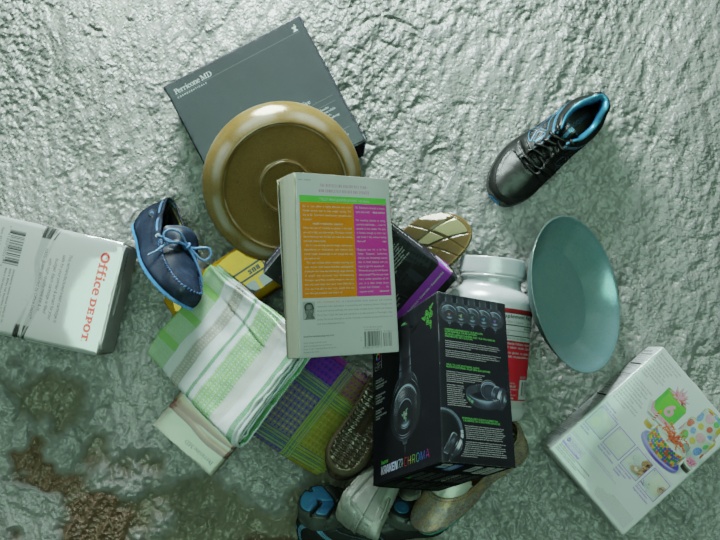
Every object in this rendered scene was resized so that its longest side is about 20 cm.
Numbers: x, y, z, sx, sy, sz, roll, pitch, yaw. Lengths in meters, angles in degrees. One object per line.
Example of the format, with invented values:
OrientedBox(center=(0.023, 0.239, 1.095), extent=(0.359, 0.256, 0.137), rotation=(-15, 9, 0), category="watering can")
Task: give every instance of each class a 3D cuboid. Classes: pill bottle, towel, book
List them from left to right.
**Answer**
OrientedBox(center=(-0.161, 0.095, 1.056), extent=(0.200, 0.031, 0.150), rotation=(36, 87, 35), category="towel")
OrientedBox(center=(-0.067, 0.165, 1.112), extent=(0.144, 0.023, 0.200), rotation=(-52, 129, -3), category="towel")
OrientedBox(center=(-0.021, -0.005, 1.005), extent=(0.133, 0.048, 0.202), rotation=(0, 85, -31), category="book")
OrientedBox(center=(0.160, 0.085, 1.134), extent=(0.111, 0.112, 0.202), rotation=(6, 85, 0), category="pill bottle")

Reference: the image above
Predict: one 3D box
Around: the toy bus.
OrientedBox(center=(-0.154, 0.008, 1.160), extent=(0.199, 0.065, 0.079), rotation=(-35, 88, -4), category="toy bus")

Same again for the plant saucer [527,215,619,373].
OrientedBox(center=(0.264, 0.033, 1.137), extent=(0.200, 0.039, 0.203), rotation=(15, 69, -42), category="plant saucer")

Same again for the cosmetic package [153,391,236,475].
OrientedBox(center=(-0.158, 0.148, 1.137), extent=(0.103, 0.087, 0.200), rotation=(39, 86, 1), category="cosmetic package")

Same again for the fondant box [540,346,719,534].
OrientedBox(center=(0.358, 0.217, 1.155), extent=(0.200, 0.058, 0.144), rotation=(-40, 87, -3), category="fondant box")

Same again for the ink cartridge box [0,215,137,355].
OrientedBox(center=(-0.405, 0.018, 1.145), extent=(0.198, 0.084, 0.147), rotation=(13, 85, 0), category="ink cartridge box")

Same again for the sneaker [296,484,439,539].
OrientedBox(center=(0.015, 0.320, 1.139), extent=(0.198, 0.073, 0.082), rotation=(5, 122, -8), category="sneaker")

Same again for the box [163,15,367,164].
OrientedBox(center=(-0.120, -0.193, 1.156), extent=(0.199, 0.104, 0.183), rotation=(-28, 88, -3), category="box")

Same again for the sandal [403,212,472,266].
OrientedBox(center=(0.066, 0.003, 1.170), extent=(0.200, 0.054, 0.080), rotation=(-48, 68, 11), category="sandal")

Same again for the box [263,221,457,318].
OrientedBox(center=(0.000, 0.000, 1.098), extent=(0.200, 0.036, 0.143), rotation=(36, 105, -20), category="box")

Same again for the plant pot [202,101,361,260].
OrientedBox(center=(-0.093, -0.104, 1.088), extent=(0.198, 0.027, 0.202), rotation=(-4, 108, -11), category="plant pot")

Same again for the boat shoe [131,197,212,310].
OrientedBox(center=(-0.238, -0.032, 1.105), extent=(0.069, 0.084, 0.200), rotation=(-45, 48, 8), category="boat shoe")

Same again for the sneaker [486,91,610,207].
OrientedBox(center=(0.245, -0.166, 1.170), extent=(0.200, 0.082, 0.073), rotation=(-44, 89, -2), category="sneaker")

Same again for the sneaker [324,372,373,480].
OrientedBox(center=(0.022, 0.182, 1.134), extent=(0.070, 0.076, 0.200), rotation=(40, 66, 12), category="sneaker")

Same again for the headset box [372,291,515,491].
OrientedBox(center=(0.089, 0.138, 1.021), extent=(0.092, 0.174, 0.202), rotation=(10, 66, -22), category="headset box")

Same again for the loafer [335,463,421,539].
OrientedBox(center=(0.049, 0.255, 1.101), extent=(0.070, 0.070, 0.200), rotation=(33, 48, 18), category="loafer")

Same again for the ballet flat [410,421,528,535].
OrientedBox(center=(0.133, 0.247, 1.112), extent=(0.199, 0.068, 0.068), rotation=(-32, 128, -34), category="ballet flat")
